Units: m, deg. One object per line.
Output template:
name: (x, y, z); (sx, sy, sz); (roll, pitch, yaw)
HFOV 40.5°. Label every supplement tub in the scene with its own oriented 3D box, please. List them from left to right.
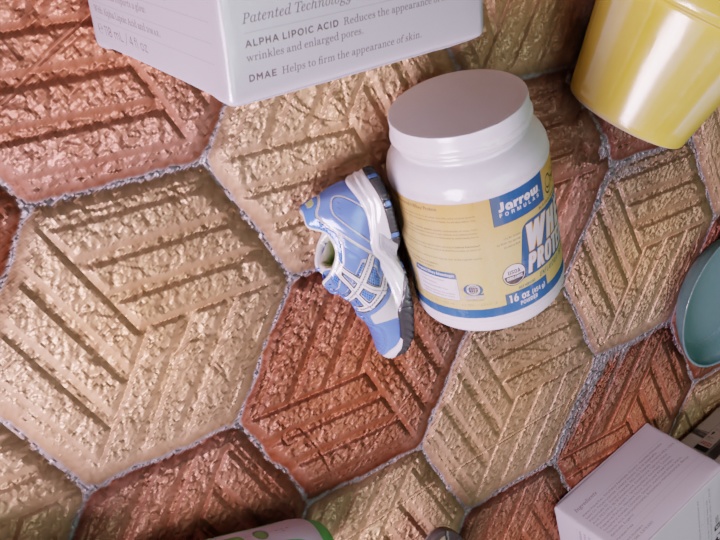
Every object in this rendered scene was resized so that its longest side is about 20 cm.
supplement tub: (0.103, -0.062, 0.879); (0.144, 0.144, 0.201); (-33, 128, -23)

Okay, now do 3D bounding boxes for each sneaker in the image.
sneaker: (0.000, 0.000, 0.887); (0.076, 0.076, 0.201); (-19, 124, -5)

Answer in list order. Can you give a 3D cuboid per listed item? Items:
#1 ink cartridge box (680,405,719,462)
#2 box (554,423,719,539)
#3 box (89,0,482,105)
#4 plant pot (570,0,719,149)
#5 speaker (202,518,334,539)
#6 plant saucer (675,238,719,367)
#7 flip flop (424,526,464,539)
ink cartridge box: (0.535, 0.297, 1.450); (0.199, 0.083, 0.148); (-33, 129, -24)
box: (0.383, 0.356, 1.318); (0.199, 0.130, 0.200); (-34, 128, -23)
box: (-0.056, -0.211, 0.630); (0.199, 0.198, 0.132); (-22, 122, -30)
plant pot: (0.304, -0.232, 0.948); (0.200, 0.201, 0.190); (1, 126, -40)
speaker: (-0.118, 0.287, 0.903); (0.199, 0.088, 0.089); (-3, 112, -39)
plant saucer: (0.484, 0.032, 1.315); (0.199, 0.036, 0.202); (-18, 122, -32)
flip flop: (0.088, 0.354, 1.130); (0.081, 0.057, 0.201); (-46, 147, -19)
